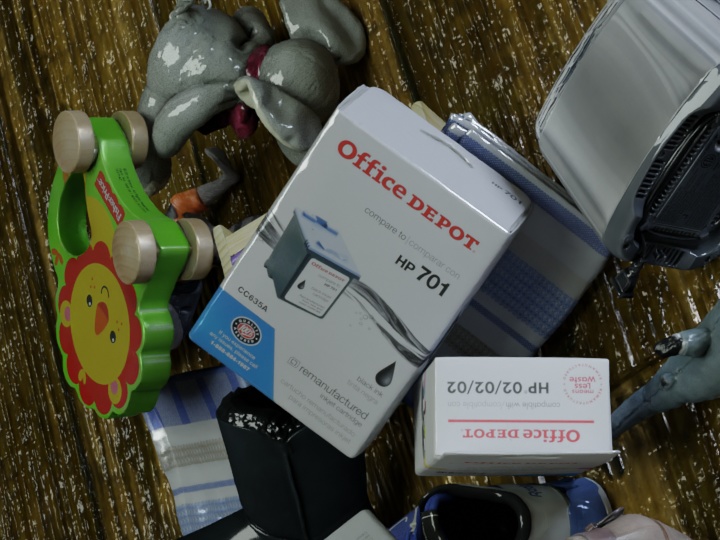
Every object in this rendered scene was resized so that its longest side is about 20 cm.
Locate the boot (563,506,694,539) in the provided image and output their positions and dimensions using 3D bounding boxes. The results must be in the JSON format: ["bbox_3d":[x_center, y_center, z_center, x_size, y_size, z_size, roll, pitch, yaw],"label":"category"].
[{"bbox_3d":[0.136,0.228,1.459,0.200,0.146,0.070,-55,50,28],"label":"boot"}]

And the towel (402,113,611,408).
[{"bbox_3d":[0.070,0.006,1.574,0.147,0.024,0.200,36,112,-1],"label":"towel"}]

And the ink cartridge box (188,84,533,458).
[{"bbox_3d":[0.000,0.000,1.521,0.146,0.086,0.200,36,113,4],"label":"ink cartridge box"}]

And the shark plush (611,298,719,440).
[{"bbox_3d":[0.220,0.041,1.438,0.200,0.083,0.091,-30,64,42],"label":"shark plush"}]

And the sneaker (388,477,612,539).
[{"bbox_3d":[0.067,0.182,1.566,0.199,0.115,0.081,-21,69,45],"label":"sneaker"}]

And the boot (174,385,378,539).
[{"bbox_3d":[-0.083,0.163,1.656,0.199,0.077,0.169,-8,118,11],"label":"boot"}]

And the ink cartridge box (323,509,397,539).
[{"bbox_3d":[0.014,0.278,1.468,0.145,0.084,0.200,-36,52,-13],"label":"ink cartridge box"}]

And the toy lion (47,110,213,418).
[{"bbox_3d":[-0.193,0.005,1.732,0.200,0.068,0.192,58,136,35],"label":"toy lion"}]

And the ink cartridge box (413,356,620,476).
[{"bbox_3d":[0.099,0.096,1.469,0.200,0.115,0.068,113,157,-81],"label":"ink cartridge box"}]

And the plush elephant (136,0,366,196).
[{"bbox_3d":[-0.080,-0.143,1.758,0.154,0.165,0.200,28,143,12],"label":"plush elephant"}]

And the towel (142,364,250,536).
[{"bbox_3d":[-0.106,0.175,1.774,0.147,0.024,0.201,-14,94,50],"label":"towel"}]

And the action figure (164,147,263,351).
[{"bbox_3d":[-0.154,0.022,1.844,0.194,0.104,0.200,-59,24,32],"label":"action figure"}]

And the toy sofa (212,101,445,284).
[{"bbox_3d":[-0.002,-0.025,1.639,0.200,0.083,0.098,-30,52,18],"label":"toy sofa"}]

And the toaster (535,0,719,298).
[{"bbox_3d":[0.198,-0.094,1.461,0.200,0.113,0.129,-59,43,27],"label":"toaster"}]
